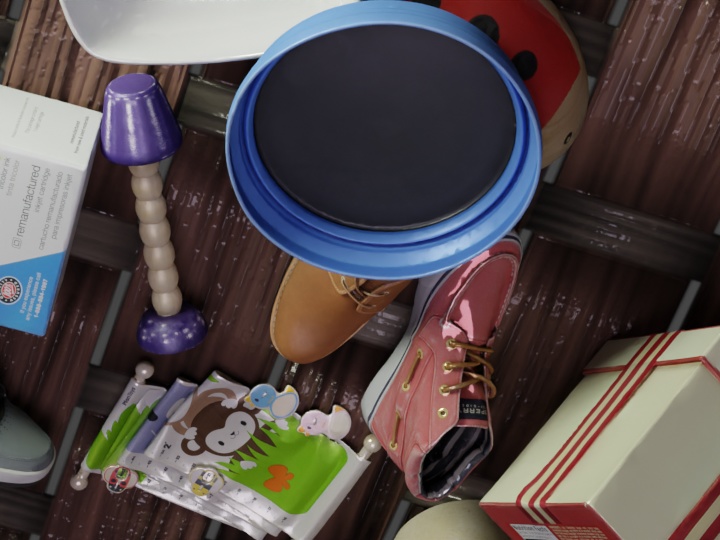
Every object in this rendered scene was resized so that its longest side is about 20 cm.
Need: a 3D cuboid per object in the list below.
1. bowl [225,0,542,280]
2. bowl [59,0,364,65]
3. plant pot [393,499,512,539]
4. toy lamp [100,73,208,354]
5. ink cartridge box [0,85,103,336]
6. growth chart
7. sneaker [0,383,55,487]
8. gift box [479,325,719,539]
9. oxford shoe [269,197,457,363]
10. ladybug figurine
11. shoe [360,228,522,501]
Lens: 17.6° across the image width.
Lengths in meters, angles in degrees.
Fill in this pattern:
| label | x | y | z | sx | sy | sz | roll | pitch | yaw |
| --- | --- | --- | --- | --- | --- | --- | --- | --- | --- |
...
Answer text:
| label | x | y | z | sx | sy | sz | roll | pitch | yaw |
| --- | --- | --- | --- | --- | --- | --- | --- | --- | --- |
| bowl | 0.015 | -0.083 | 1.473 | 0.201 | 0.039 | 0.201 | 1 | 128 | 2 |
| bowl | -0.097 | -0.233 | 1.449 | 0.200 | 0.075 | 0.200 | -4 | 120 | 11 |
| plant pot | 0.082 | 0.271 | 1.687 | 0.200 | 0.184 | 0.200 | 1 | 122 | 2 |
| toy lamp | -0.141 | -0.039 | 1.586 | 0.058 | 0.058 | 0.200 | -4 | 123 | 5 |
| ink cartridge box | -0.289 | -0.055 | 1.565 | 0.200 | 0.085 | 0.145 | 15 | 121 | -5 |
| growth chart | -0.097 | 0.135 | 1.711 | 0.200 | 0.018 | 0.145 | 20 | 119 | -10 |
| sneaker | -0.285 | 0.065 | 1.644 | 0.200 | 0.084 | 0.121 | 31 | 127 | -14 |
| gift box | 0.226 | 0.155 | 1.588 | 0.200 | 0.185 | 0.187 | 47 | 69 | -18 |
| oxford shoe | 0.000 | 0.000 | 1.594 | 0.071 | 0.071 | 0.200 | 32 | 119 | -15 |
| ladybug figurine | 0.065 | -0.134 | 1.508 | 0.200 | 0.072 | 0.136 | 41 | 115 | -20 |
| shoe | 0.071 | 0.065 | 1.606 | 0.071 | 0.091 | 0.200 | 3 | 130 | -35 |
